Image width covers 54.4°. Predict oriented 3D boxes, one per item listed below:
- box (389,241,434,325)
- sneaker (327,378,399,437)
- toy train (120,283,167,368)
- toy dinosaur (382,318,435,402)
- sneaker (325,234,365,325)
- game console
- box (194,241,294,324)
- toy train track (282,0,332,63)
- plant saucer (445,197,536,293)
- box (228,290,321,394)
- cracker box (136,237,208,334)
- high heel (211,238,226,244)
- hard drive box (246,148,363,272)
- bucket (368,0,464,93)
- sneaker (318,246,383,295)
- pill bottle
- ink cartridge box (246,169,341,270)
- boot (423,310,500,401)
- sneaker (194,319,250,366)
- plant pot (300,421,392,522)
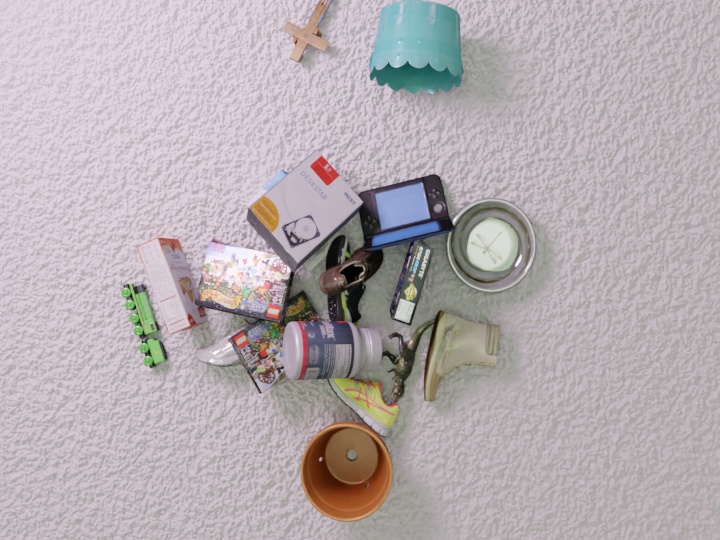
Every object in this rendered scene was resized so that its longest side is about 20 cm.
[{"bbox_3d":[0.105,0.023,1.474,0.045,0.200,0.163,17,92,1],"label":"box"},{"bbox_3d":[0.005,0.271,1.557,0.199,0.078,0.091,42,86,-3],"label":"sneaker"},{"bbox_3d":[-0.495,0.123,1.609,0.055,0.042,0.205,-18,90,-5],"label":"toy train"},{"bbox_3d":[0.091,0.184,1.554,0.086,0.047,0.204,25,87,-11],"label":"toy dinosaur"},{"bbox_3d":[-0.029,0.024,1.564,0.081,0.071,0.206,1,91,-28],"label":"sneaker"},{"bbox_3d":[0.091,-0.125,1.494,0.194,0.119,0.175,-13,73,4],"label":"game console"},{"bbox_3d":[-0.246,0.026,1.509,0.194,0.038,0.140,10,79,9],"label":"box"},{"bbox_3d":[-0.098,-0.555,1.567,0.113,0.033,0.203,28,88,11],"label":"toy train track"},{"bbox_3d":[0.284,-0.055,1.533,0.194,0.050,0.207,0,92,5],"label":"plant saucer"},{"bbox_3d":[-0.173,0.156,1.539,0.198,0.038,0.139,-33,90,-23],"label":"box"},{"bbox_3d":[-0.413,0.032,1.552,0.056,0.134,0.205,-20,90,4],"label":"cracker box"},{"bbox_3d":[-0.246,-0.025,1.571,0.194,0.067,0.099,-1,101,18],"label":"high heel"},{"bbox_3d":[-0.118,-0.126,1.475,0.156,0.077,0.200,46,70,1],"label":"hard drive box"},{"bbox_3d":[0.119,-0.464,1.467,0.201,0.207,0.139,5,89,5],"label":"bucket"},{"bbox_3d":[0.000,0.000,1.492,0.074,0.199,0.072,-9,108,45],"label":"sneaker"},{"bbox_3d":[-0.059,0.169,1.492,0.195,0.119,0.123,1,91,-22],"label":"pill bottle"},{"bbox_3d":[-0.144,-0.110,1.559,0.116,0.067,0.200,-43,87,3],"label":"ink cartridge box"},{"bbox_3d":[0.220,0.202,1.535,0.150,0.072,0.206,12,97,-1],"label":"boot"},{"bbox_3d":[-0.276,0.163,1.580,0.194,0.078,0.103,-5,84,-4],"label":"sneaker"},{"bbox_3d":[-0.024,0.419,1.523,0.194,0.140,0.207,0,91,5],"label":"plant pot"}]
